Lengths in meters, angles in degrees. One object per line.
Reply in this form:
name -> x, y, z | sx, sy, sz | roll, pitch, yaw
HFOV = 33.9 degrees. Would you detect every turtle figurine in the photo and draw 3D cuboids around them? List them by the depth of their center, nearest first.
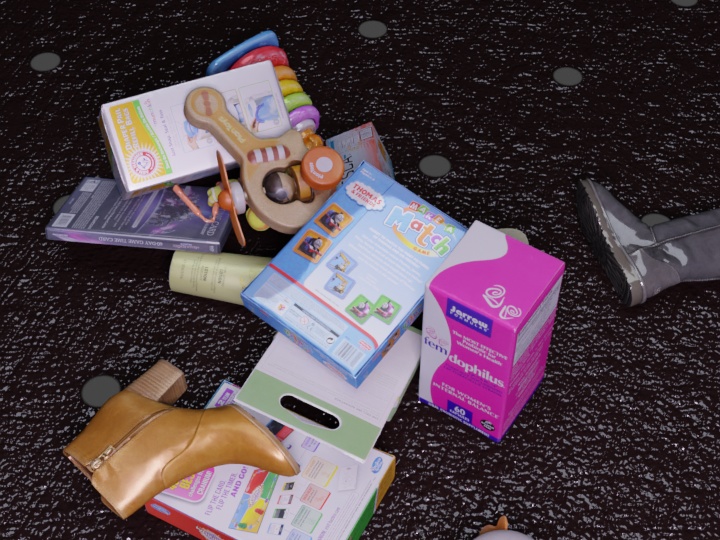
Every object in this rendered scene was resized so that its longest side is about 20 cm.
turtle figurine -> -0.099, -0.086, 1.352 | 0.200, 0.064, 0.161 | 22, 31, 12

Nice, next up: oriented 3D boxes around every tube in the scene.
tube -> -0.112, 0.012, 1.316 | 0.200, 0.058, 0.052 | 10, 40, 7

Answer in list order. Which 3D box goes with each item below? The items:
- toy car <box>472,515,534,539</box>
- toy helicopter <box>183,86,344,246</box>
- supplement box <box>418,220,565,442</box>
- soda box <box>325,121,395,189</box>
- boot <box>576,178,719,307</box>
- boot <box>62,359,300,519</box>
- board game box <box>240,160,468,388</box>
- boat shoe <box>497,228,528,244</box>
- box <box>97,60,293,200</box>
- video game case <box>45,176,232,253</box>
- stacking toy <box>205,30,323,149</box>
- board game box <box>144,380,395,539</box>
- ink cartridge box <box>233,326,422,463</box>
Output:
toy car -> 0.126, 0.306, 1.032 | 0.184, 0.177, 0.200 | 10, 20, -8
toy helicopter -> -0.122, -0.117, 1.273 | 0.200, 0.079, 0.132 | 44, 69, 8
supplement box -> 0.127, 0.063, 1.176 | 0.101, 0.200, 0.103 | 27, 55, 21
soda box -> 0.006, -0.084, 1.354 | 0.064, 0.068, 0.200 | -21, 38, 11
boot -> 0.367, -0.051, 1.356 | 0.200, 0.073, 0.182 | -19, 66, -7
boot -> -0.172, 0.183, 1.119 | 0.201, 0.071, 0.144 | 30, 63, 24
board game box -> 0.000, 0.000, 1.208 | 0.151, 0.037, 0.200 | 35, 71, 19
boat shoe -> 0.094, -0.001, 1.322 | 0.201, 0.063, 0.074 | -5, 53, 15
box -> -0.190, -0.159, 1.353 | 0.200, 0.112, 0.101 | -18, 93, -15
video game case -> -0.246, -0.066, 1.374 | 0.200, 0.019, 0.143 | 6, 29, 4
stacking toy -> -0.095, -0.191, 1.468 | 0.110, 0.116, 0.200 | -33, 69, -21
board game box -> -0.088, 0.210, 1.158 | 0.200, 0.040, 0.153 | 22, 54, 18
ink cartridge box -> -0.028, 0.109, 1.201 | 0.145, 0.048, 0.200 | 25, 43, 6
